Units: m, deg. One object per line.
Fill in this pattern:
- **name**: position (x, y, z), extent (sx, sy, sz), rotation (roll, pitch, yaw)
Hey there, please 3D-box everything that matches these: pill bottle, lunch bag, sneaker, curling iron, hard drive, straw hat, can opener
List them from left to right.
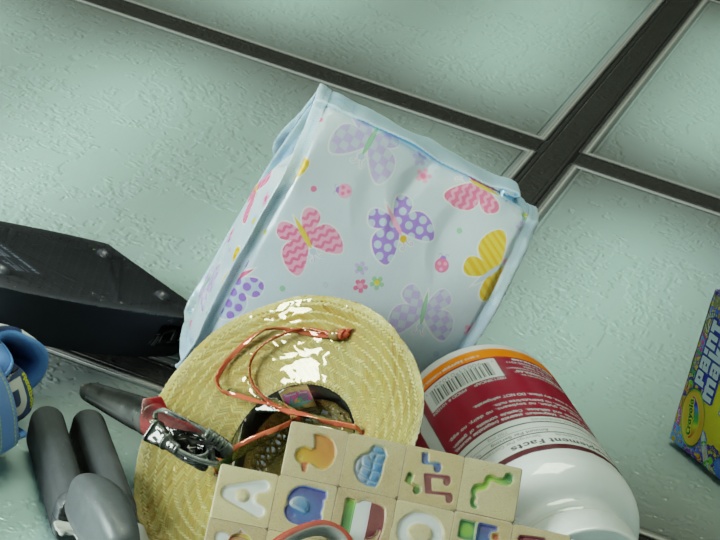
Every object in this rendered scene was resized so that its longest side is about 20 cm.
- **sneaker**: position (-0.238, 0.079, 1.477), extent (0.082, 0.074, 0.200), rotation (3, 24, 6)
- **hard drive**: position (-0.207, 0.010, 1.657), extent (0.135, 0.042, 0.200), rotation (33, 14, 37)
- **can opener**: position (-0.151, 0.123, 1.451), extent (0.053, 0.067, 0.200), rotation (6, 25, -20)
- **curling iron**: position (-0.126, 0.084, 1.481), extent (0.049, 0.026, 0.200), rotation (30, -4, -24)
- **straw hat**: position (-0.033, 0.118, 1.498), extent (0.200, 0.085, 0.202), rotation (-16, 46, 17)
- **lunch bag**: position (0.000, 0.000, 1.612), extent (0.169, 0.200, 0.127), rotation (25, 23, -10)
- **pill bottle**: position (0.098, 0.137, 1.508), extent (0.113, 0.113, 0.200), rotation (6, 25, -20)

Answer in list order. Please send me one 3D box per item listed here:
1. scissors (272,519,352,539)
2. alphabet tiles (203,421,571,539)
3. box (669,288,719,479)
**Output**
- **scissors**: position (-0.070, 0.195, 1.316), extent (0.200, 0.014, 0.073), rotation (-27, 75, -34)
- **alphabet tiles**: position (0.010, 0.171, 1.376), extent (0.199, 0.006, 0.167), rotation (12, 63, 0)
- **box**: position (0.356, 0.104, 1.724), extent (0.199, 0.122, 0.193), rotation (-3, 27, -35)
